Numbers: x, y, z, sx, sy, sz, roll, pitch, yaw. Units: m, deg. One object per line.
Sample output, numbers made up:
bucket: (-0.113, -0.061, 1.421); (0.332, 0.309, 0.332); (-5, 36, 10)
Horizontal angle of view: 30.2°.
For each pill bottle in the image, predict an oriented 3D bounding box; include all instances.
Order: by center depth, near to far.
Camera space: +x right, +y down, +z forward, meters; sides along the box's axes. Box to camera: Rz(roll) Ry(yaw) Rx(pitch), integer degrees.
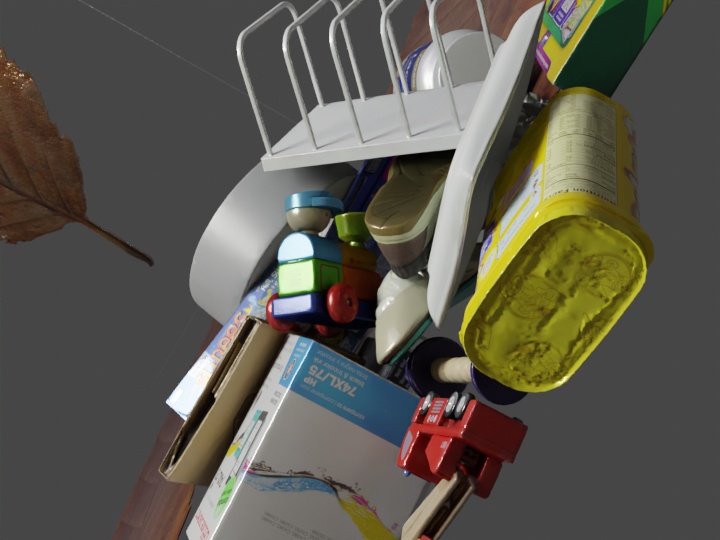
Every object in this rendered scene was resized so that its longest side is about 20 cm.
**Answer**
pill bottle: (0.110, -0.211, 1.509); (0.116, 0.115, 0.200); (-62, 10, -3)

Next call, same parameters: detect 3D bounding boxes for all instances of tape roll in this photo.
tape roll: (-0.074, -0.026, 1.302); (0.200, 0.066, 0.201); (-45, -21, -22)

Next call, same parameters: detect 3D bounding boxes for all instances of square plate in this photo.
square plate: (0.095, -0.084, 1.064); (0.201, 0.028, 0.199); (98, -168, -55)

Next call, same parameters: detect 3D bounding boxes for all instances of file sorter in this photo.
file sorter: (0.011, -0.180, 1.189); (0.198, 0.126, 0.139); (-4, 26, 25)

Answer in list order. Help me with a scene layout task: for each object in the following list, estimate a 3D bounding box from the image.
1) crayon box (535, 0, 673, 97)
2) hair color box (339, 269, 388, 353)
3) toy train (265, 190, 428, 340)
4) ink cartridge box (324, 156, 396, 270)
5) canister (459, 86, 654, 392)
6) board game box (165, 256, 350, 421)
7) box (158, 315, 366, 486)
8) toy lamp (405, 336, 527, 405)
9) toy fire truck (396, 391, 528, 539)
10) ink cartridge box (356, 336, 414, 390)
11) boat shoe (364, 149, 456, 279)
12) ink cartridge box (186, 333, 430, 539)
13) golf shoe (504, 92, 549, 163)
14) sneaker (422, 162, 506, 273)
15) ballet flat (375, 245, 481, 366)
crayon box: (0.227, -0.251, 1.201); (0.173, 0.058, 0.200); (-57, 11, 18)
hair color box: (-0.018, 0.058, 1.471); (0.100, 0.060, 0.200); (-59, -4, 27)
toy train: (0.000, 0.000, 1.202); (0.084, 0.199, 0.117); (-8, 78, 36)
ink cartridge box: (0.047, -0.058, 1.338); (0.199, 0.042, 0.120); (10, -67, -59)
canister: (0.143, -0.030, 0.965); (0.149, 0.086, 0.201); (-57, 9, 33)
board game box: (-0.081, 0.074, 1.262); (0.201, 0.034, 0.135); (-52, -32, -5)
box: (-0.087, 0.134, 1.253); (0.164, 0.021, 0.200); (-60, -31, 3)
toy lamp: (0.081, 0.080, 1.071); (0.059, 0.058, 0.200); (-63, 13, -10)
toy fire truck: (0.062, 0.161, 0.963); (0.142, 0.048, 0.200); (-64, 10, -10)
ink cartridge box: (-0.007, 0.162, 1.311); (0.201, 0.040, 0.200); (-61, 8, -5)
boat shoe: (0.059, -0.061, 1.167); (0.201, 0.071, 0.067); (-54, -41, -53)
ink cartridge box: (-0.036, 0.177, 1.130); (0.201, 0.145, 0.147); (-63, 10, -6)
golf shoe: (0.148, -0.122, 1.284); (0.200, 0.078, 0.098); (-95, 15, -78)
sneaker: (0.091, -0.048, 1.248); (0.200, 0.090, 0.067); (-51, 15, 46)
ballet flat: (0.051, 0.019, 1.153); (0.070, 0.069, 0.200); (-55, -11, 34)
